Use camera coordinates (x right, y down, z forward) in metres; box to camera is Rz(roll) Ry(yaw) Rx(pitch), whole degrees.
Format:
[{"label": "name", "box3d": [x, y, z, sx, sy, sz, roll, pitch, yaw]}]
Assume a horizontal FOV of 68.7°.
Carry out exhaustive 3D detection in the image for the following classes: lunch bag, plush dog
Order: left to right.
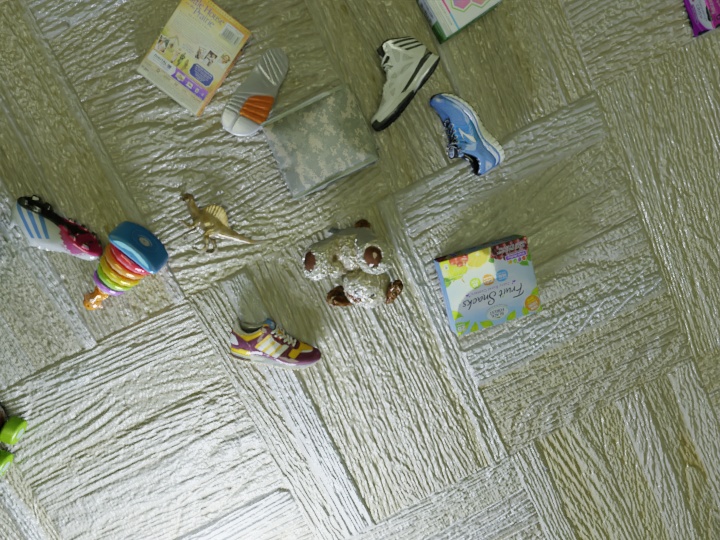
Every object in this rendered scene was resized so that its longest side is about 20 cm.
[{"label": "lunch bag", "box3d": [-0.074, -0.257, 1.052, 0.198, 0.118, 0.166, -24, 98, 4]}, {"label": "plush dog", "box3d": [0.000, 0.000, 1.101, 0.197, 0.161, 0.174, -5, 115, 24]}]

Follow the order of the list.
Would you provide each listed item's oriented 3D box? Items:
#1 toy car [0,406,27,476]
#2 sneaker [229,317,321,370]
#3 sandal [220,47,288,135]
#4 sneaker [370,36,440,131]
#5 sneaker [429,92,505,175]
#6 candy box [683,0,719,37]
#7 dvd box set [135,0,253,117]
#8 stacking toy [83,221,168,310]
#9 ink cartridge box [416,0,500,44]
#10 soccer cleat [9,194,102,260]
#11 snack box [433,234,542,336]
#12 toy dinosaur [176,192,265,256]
[{"label": "toy car", "box3d": [-0.800, 0.356, 1.030, 0.163, 0.200, 0.159, 25, 95, -8]}, {"label": "sneaker", "box3d": [-0.178, 0.152, 1.120, 0.197, 0.075, 0.091, 6, 103, -7]}, {"label": "sandal", "box3d": [-0.209, -0.352, 1.061, 0.079, 0.059, 0.208, 34, 73, -20]}, {"label": "sneaker", "box3d": [0.061, -0.389, 1.077, 0.115, 0.076, 0.201, 38, 85, 0]}, {"label": "sneaker", "box3d": [0.210, -0.280, 1.093, 0.089, 0.079, 0.200, -43, 99, 0]}, {"label": "candy box", "box3d": [0.789, -0.604, 1.107, 0.198, 0.061, 0.138, -26, 99, -2]}, {"label": "dvd box set", "box3d": [-0.329, -0.433, 1.047, 0.146, 0.029, 0.201, 35, 94, -8]}, {"label": "stacking toy", "box3d": [-0.496, 0.009, 1.069, 0.116, 0.110, 0.200, 41, 104, -17]}, {"label": "ink cartridge box", "box3d": [0.223, -0.564, 1.063, 0.199, 0.059, 0.104, -34, 99, 0]}, {"label": "soccer cleat", "box3d": [-0.611, -0.068, 1.059, 0.199, 0.070, 0.087, 35, 106, 0]}, {"label": "snack box", "box3d": [0.277, 0.031, 1.147, 0.197, 0.068, 0.171, -15, 99, -2]}, {"label": "toy dinosaur", "box3d": [-0.303, -0.082, 1.086, 0.199, 0.058, 0.102, 33, 93, -9]}]
